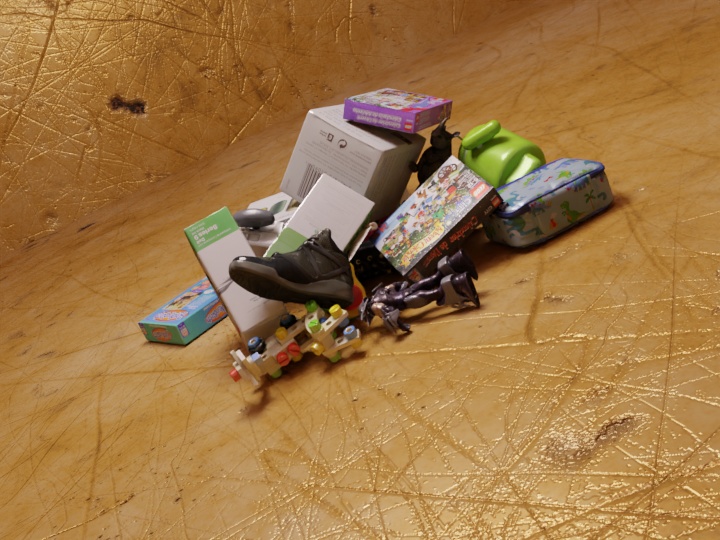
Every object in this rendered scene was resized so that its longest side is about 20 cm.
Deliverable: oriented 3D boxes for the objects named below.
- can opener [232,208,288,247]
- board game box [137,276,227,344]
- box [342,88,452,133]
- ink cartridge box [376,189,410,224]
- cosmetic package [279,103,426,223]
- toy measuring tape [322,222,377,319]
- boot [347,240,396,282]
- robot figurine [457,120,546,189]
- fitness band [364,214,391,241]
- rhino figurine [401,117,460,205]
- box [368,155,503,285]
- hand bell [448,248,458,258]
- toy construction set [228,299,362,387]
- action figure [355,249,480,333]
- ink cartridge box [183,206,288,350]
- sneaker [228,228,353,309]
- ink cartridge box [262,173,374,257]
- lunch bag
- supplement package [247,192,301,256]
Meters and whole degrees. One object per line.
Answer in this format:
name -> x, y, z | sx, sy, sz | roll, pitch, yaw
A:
can opener -> -0.125, -0.067, 1.602 | 0.199, 0.067, 0.054 | 6, 62, 16
board game box -> -0.313, 0.070, 1.815 | 0.200, 0.045, 0.152 | -36, 23, -34
box -> 0.071, -0.292, 1.689 | 0.136, 0.039, 0.200 | 15, 21, 21
ink cartridge box -> 0.017, -0.204, 1.910 | 0.083, 0.201, 0.147 | -14, 21, 24
cosmetic package -> -0.011, -0.195, 1.709 | 0.164, 0.166, 0.200 | 31, 26, 16
toy measuring tape -> -0.009, 0.016, 1.518 | 0.073, 0.074, 0.200 | -1, 51, 49
boot -> 0.000, -0.002, 1.599 | 0.153, 0.074, 0.204 | -12, 24, 22
robot figurine -> 0.256, -0.195, 1.692 | 0.116, 0.175, 0.200 | -55, 41, 5
fitness band -> 0.040, -0.077, 1.755 | 0.199, 0.038, 0.143 | -5, 14, 44
rhino figurine -> 0.136, -0.198, 1.724 | 0.060, 0.201, 0.087 | 36, 45, 27
box -> 0.120, -0.082, 1.513 | 0.200, 0.038, 0.137 | -45, 37, 2
hand bell -> 0.157, -0.051, 1.561 | 0.104, 0.104, 0.200 | -15, 34, 24
toy construction set -> -0.106, 0.118, 1.393 | 0.199, 0.093, 0.131 | -24, 26, -16
action figure -> 0.079, 0.042, 1.403 | 0.199, 0.070, 0.130 | -20, 26, 23
ink cartridge box -> -0.198, 0.018, 1.519 | 0.084, 0.201, 0.146 | -29, -15, -10
sneaker -> -0.104, -0.012, 1.430 | 0.198, 0.115, 0.076 | 10, -27, -17
ink cartridge box -> -0.071, -0.053, 1.536 | 0.200, 0.104, 0.059 | -56, -6, -26
lunch bag -> 0.297, -0.114, 1.533 | 0.199, 0.083, 0.161 | -26, 16, -10
supplement package -> -0.134, -0.053, 1.767 | 0.151, 0.151, 0.200 | -19, 20, 13
